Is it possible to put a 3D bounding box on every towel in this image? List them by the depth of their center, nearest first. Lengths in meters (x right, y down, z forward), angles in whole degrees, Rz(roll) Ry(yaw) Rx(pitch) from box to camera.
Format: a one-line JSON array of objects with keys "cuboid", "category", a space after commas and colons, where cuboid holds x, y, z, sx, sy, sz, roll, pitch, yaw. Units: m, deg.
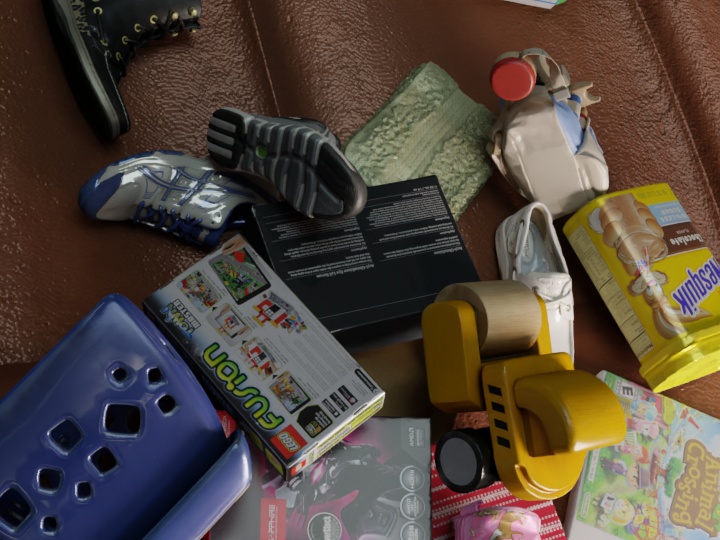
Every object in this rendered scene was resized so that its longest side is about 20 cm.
[{"cuboid": [0.122, 0.249, 1.254, 0.145, 0.022, 0.200, -13, 75, -26], "category": "towel"}, {"cuboid": [0.072, -0.127, 1.445, 0.148, 0.036, 0.200, 39, 57, 2], "category": "towel"}]

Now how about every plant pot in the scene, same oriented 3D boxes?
[{"cuboid": [-0.196, 0.152, 1.073, 0.180, 0.200, 0.200, 44, 83, -1], "category": "plant pot"}, {"cuboid": [-0.003, 0.109, 1.295, 0.200, 0.027, 0.200, 9, 59, -16], "category": "plant pot"}]

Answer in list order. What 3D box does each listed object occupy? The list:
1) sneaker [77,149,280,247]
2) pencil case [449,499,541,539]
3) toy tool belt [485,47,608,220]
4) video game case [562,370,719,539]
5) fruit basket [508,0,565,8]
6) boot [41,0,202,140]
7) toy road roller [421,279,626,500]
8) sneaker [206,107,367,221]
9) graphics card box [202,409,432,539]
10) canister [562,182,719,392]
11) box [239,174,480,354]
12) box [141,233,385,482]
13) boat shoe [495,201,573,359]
[{"cuboid": [-0.168, -0.064, 1.299, 0.200, 0.075, 0.088, -10, 67, -24], "category": "sneaker"}, {"cuboid": [0.119, 0.304, 1.174, 0.083, 0.087, 0.200, -3, 67, 10], "category": "pencil case"}, {"cuboid": [0.192, -0.162, 1.434, 0.200, 0.125, 0.123, 60, 24, -27], "category": "toy tool belt"}, {"cuboid": [0.301, 0.219, 1.350, 0.182, 0.022, 0.200, 23, 57, -7], "category": "video game case"}, {"cuboid": [0.217, -0.377, 1.540, 0.185, 0.200, 0.094, 7, 75, -17], "category": "fruit basket"}, {"cuboid": [-0.225, -0.234, 1.366, 0.154, 0.073, 0.204, -16, 66, -22], "category": "boot"}, {"cuboid": [0.150, 0.103, 1.198, 0.123, 0.146, 0.200, -4, 84, -45], "category": "toy road roller"}, {"cuboid": [-0.042, -0.108, 1.272, 0.200, 0.075, 0.115, 31, 25, 35], "category": "sneaker"}, {"cuboid": [-0.037, 0.191, 1.197, 0.200, 0.051, 0.126, 4, 70, -9], "category": "graphics card box"}, {"cuboid": [0.317, 0.013, 1.423, 0.148, 0.087, 0.200, -13, 66, -38], "category": "canister"}, {"cuboid": [0.000, 0.000, 1.293, 0.200, 0.079, 0.141, -11, 65, -25], "category": "box"}, {"cuboid": [-0.085, 0.071, 1.167, 0.110, 0.035, 0.200, -36, 70, -20], "category": "box"}, {"cuboid": [0.184, 0.022, 1.385, 0.071, 0.069, 0.200, 0, 64, -22], "category": "boat shoe"}]
